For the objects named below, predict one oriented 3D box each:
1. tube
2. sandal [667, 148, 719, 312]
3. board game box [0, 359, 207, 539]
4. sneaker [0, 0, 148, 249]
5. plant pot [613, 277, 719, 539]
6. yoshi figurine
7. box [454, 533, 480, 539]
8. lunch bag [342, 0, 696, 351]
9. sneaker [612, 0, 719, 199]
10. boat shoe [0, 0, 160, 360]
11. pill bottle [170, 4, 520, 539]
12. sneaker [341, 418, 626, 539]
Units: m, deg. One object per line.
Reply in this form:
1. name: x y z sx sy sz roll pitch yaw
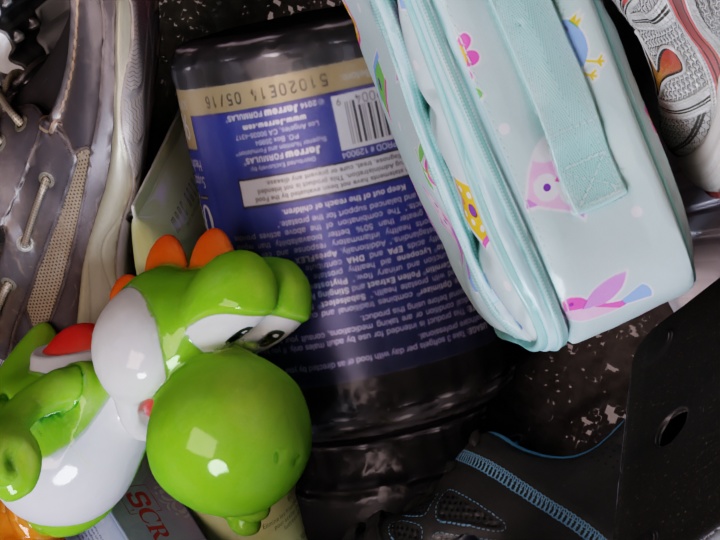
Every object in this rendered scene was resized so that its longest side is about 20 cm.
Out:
1. tube: -0.060 0.038 1.201 0.058 0.052 0.201 38 147 52
2. sandal: 0.159 -0.073 1.083 0.079 0.059 0.208 5 84 22
3. board game box: -0.139 0.149 1.272 0.200 0.041 0.200 55 131 32
4. sneaker: -0.150 -0.086 1.240 0.090 0.066 0.201 1 117 36
5. plant pot: 0.191 0.081 0.978 0.177 0.200 0.199 38 124 -19
6. yoshi figurine: -0.090 0.071 1.119 0.200 0.112 0.112 -37 97 34
7. box: 0.025 0.228 1.026 0.200 0.123 0.198 47 143 -2
8. lunch bag: 0.043 -0.074 1.020 0.077 0.160 0.201 -23 95 -1
9. sneaker: 0.122 -0.088 0.966 0.082 0.200 0.078 42 77 11
10. boat shoe: -0.120 -0.042 1.170 0.073 0.075 0.201 6 115 -2
11. pill bottle: 0.000 0.000 1.158 0.111 0.112 0.201 -7 98 32
12. sneaker: 0.040 0.105 1.097 0.199 0.073 0.082 -10 67 28
